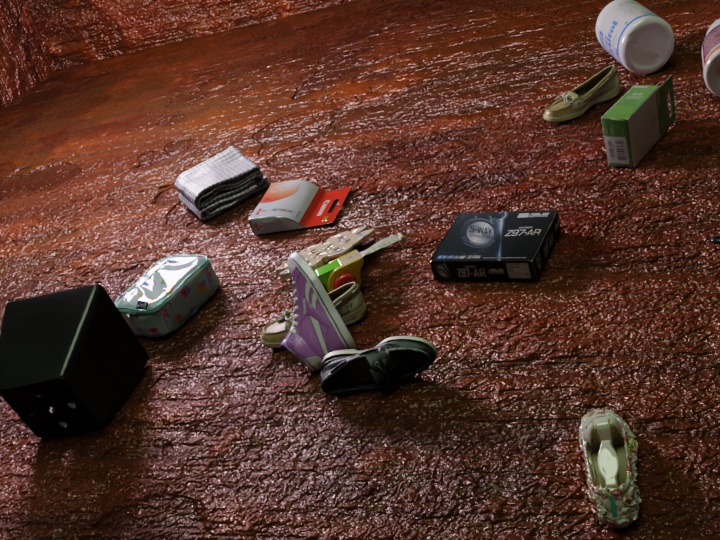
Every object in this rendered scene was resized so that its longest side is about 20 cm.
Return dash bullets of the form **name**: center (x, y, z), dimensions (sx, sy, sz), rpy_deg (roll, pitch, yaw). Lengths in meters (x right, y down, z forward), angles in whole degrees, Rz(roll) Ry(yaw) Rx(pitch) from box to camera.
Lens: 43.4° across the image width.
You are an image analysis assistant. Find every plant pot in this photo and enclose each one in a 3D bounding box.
- **plant pot**: center (-0.513, 0.170, 1.573), dimensions (0.195, 0.202, 0.179), rpy_deg (-11, 40, 14)

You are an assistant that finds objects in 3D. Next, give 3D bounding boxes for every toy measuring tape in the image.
- **toy measuring tape**: center (0.000, 0.000, 1.657), dimensions (0.197, 0.075, 0.074), rpy_deg (-25, 29, -7)

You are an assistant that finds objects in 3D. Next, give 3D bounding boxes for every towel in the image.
- **towel**: center (-0.343, -0.217, 2.213), dimensions (0.198, 0.087, 0.165), rpy_deg (-30, 32, -19)

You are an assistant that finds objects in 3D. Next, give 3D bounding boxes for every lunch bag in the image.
- **lunch bag**: center (-0.394, 0.047, 1.809), dimensions (0.158, 0.078, 0.200), rpy_deg (5, 38, 36)

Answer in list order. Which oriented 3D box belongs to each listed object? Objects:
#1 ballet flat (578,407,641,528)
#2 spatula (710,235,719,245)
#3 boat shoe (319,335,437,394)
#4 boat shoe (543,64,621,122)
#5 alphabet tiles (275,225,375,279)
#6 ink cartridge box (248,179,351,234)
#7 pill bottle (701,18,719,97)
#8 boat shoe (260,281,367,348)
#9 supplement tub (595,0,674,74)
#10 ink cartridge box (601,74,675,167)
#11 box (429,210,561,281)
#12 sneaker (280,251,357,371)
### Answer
- **ballet flat**: center (0.305, 0.223, 1.105), dimensions (0.074, 0.065, 0.201), rpy_deg (-14, 29, 12)
- **spatula**: center (0.634, -0.036, 1.380), dimensions (0.197, 0.021, 0.056), rpy_deg (7, 33, 41)
- **boat shoe**: center (0.022, 0.153, 1.385), dimensions (0.195, 0.076, 0.067), rpy_deg (-7, 33, 22)
- **boat shoe**: center (0.492, -0.393, 2.020), dimensions (0.197, 0.064, 0.073), rpy_deg (-25, 29, -9)
- **alphabet tiles**: center (-0.068, -0.035, 1.759), dimensions (0.193, 0.015, 0.199), rpy_deg (-14, 17, 40)
- **ink cartridge box**: center (-0.134, -0.150, 2.012), dimensions (0.196, 0.051, 0.163), rpy_deg (-10, 31, 24)
- **pill bottle**: center (0.776, -0.452, 1.896), dimensions (0.112, 0.116, 0.201), rpy_deg (-6, 32, 23)
- **boat shoe**: center (-0.088, 0.076, 1.589), dimensions (0.196, 0.064, 0.074), rpy_deg (-21, 30, -1)
- **supplement tub**: center (0.643, -0.552, 2.127), dimensions (0.129, 0.134, 0.201), rpy_deg (-17, 28, 3)
- **ink cartridge box**: center (0.551, -0.298, 1.784), dimensions (0.059, 0.105, 0.200), rpy_deg (11, 42, 41)
- **box**: center (0.241, -0.044, 1.610), dimensions (0.196, 0.044, 0.161), rpy_deg (0, 35, 32)
- **sneaker**: center (-0.100, 0.072, 1.514), dimensions (0.113, 0.073, 0.203), rpy_deg (-29, 68, -2)
